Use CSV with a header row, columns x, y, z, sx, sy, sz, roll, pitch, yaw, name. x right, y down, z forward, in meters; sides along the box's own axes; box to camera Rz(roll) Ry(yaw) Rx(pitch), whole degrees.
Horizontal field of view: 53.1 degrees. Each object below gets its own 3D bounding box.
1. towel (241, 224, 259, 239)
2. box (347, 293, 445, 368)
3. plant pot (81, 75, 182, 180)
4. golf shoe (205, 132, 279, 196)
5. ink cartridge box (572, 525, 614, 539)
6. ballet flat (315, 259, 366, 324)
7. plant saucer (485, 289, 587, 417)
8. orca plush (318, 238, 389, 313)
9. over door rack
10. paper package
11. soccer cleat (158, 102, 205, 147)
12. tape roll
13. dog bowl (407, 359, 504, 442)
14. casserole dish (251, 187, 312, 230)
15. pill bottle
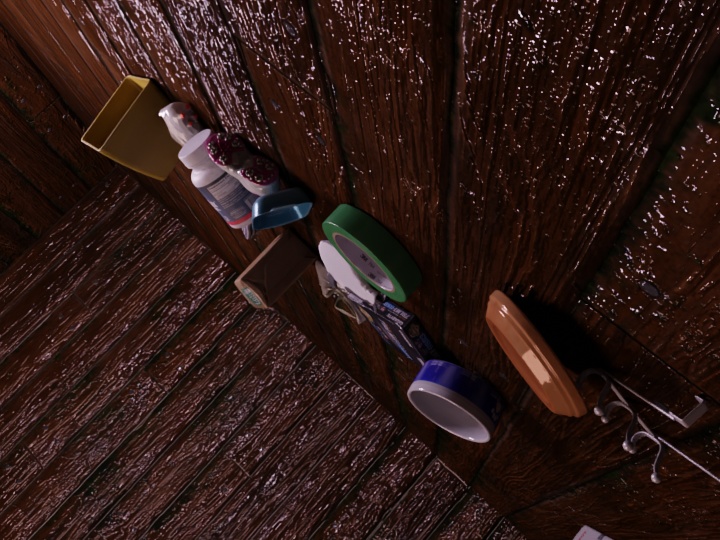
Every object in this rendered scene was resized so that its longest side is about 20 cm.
x,y,z,sx,sy,sz,roll,pitch,yaw,name
-0.297,-0.169,1.762,0.166,0.086,0.200,44,168,2,towel
0.084,0.134,1.629,0.198,0.050,0.200,33,164,46,box
-0.525,-0.331,1.745,0.176,0.201,0.200,38,173,-36,plant pot
-0.236,-0.204,1.448,0.200,0.075,0.092,39,161,28,golf shoe
0.590,0.736,1.775,0.084,0.144,0.200,45,168,-9,ink cartridge box
-0.053,0.055,1.768,0.200,0.069,0.070,41,168,14,ballet flat
0.230,0.118,0.975,0.201,0.037,0.200,55,-178,-2,plant saucer
0.000,0.000,1.470,0.199,0.071,0.106,30,118,36,orca plush
0.363,0.202,0.882,0.148,0.067,0.200,47,168,-18,over door rack
-0.220,0.000,1.828,0.103,0.191,0.200,45,167,-9,paper package
-0.371,-0.290,1.611,0.077,0.070,0.201,-1,135,33,soccer cleat
0.020,-0.030,1.272,0.200,0.048,0.201,42,168,11,tape roll
0.204,0.280,1.541,0.199,0.079,0.201,28,156,14,dog bowl
-0.160,-0.122,1.423,0.200,0.120,0.039,146,108,-79,casserole dish
-0.295,-0.201,1.562,0.200,0.120,0.119,51,166,-31,pill bottle
